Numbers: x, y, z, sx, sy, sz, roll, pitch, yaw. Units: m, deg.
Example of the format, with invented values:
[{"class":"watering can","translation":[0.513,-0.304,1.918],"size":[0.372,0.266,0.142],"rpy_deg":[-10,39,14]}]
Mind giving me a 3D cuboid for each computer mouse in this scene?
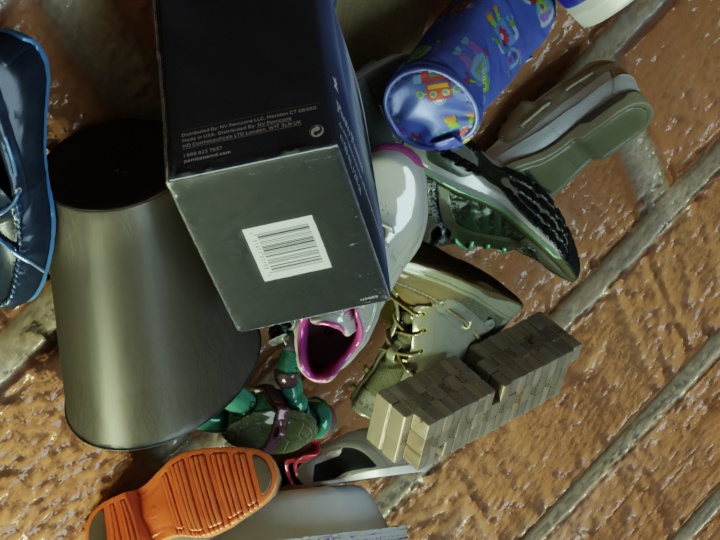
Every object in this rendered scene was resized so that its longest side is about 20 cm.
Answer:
[{"class":"computer mouse","translation":[-0.016,0.163,1.742],"size":[0.109,0.200,0.044],"rpy_deg":[0,81,-40]}]

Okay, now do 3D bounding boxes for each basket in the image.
[{"class":"basket","translation":[-0.163,0.002,1.476],"size":[0.180,0.136,0.201],"rpy_deg":[-48,143,-38]}]

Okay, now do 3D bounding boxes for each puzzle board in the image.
[{"class":"puzzle board","translation":[-0.017,-0.159,1.592],"size":[0.150,0.017,0.201],"rpy_deg":[-10,125,-40]}]

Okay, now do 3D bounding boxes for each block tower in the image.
[{"class":"block tower","translation":[0.097,0.101,1.680],"size":[0.200,0.054,0.058],"rpy_deg":[-25,142,-37]}]

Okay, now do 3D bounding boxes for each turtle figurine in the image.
[{"class":"turtle figurine","translation":[-0.085,0.105,1.649],"size":[0.199,0.101,0.150],"rpy_deg":[9,129,-39]}]

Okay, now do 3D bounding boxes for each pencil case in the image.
[{"class":"pencil case","translation":[0.089,-0.168,1.579],"size":[0.087,0.078,0.200],"rpy_deg":[58,38,-19]}]

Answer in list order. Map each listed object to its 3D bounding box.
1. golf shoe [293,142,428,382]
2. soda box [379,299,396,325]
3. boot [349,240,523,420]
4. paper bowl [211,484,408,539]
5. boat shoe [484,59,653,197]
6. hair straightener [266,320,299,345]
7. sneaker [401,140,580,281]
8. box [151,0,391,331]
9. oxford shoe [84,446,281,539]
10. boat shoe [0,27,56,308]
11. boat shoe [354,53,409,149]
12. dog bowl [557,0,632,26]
[{"class":"golf shoe","translation":[0.000,0.000,1.540],"size":[0.092,0.075,0.201],"rpy_deg":[-70,179,-66]},{"class":"soda box","translation":[0.051,0.019,1.767],"size":[0.068,0.064,0.200],"rpy_deg":[-55,142,5]},{"class":"boot","translation":[0.037,0.056,1.676],"size":[0.155,0.072,0.200],"rpy_deg":[-55,143,9]},{"class":"paper bowl","translation":[-0.057,0.245,1.751],"size":[0.200,0.200,0.105],"rpy_deg":[2,80,-47]},{"class":"boat shoe","translation":[0.158,-0.112,1.770],"size":[0.200,0.069,0.075],"rpy_deg":[-30,147,5]},{"class":"hair straightener","translation":[-0.057,0.018,1.548],"size":[0.041,0.200,0.077],"rpy_deg":[-13,89,-18]},{"class":"sneaker","translation":[0.100,-0.046,1.713],"size":[0.089,0.200,0.077],"rpy_deg":[-48,-169,29]},{"class":"box","translation":[-0.061,-0.100,1.399],"size":[0.123,0.199,0.200],"rpy_deg":[-12,148,5]},{"class":"oxford shoe","translation":[-0.135,0.191,1.654],"size":[0.200,0.072,0.073],"rpy_deg":[-22,163,32]},{"class":"boat shoe","translation":[-0.258,-0.066,1.371],"size":[0.069,0.084,0.201],"rpy_deg":[-29,125,-50]},{"class":"boat shoe","translation":[-0.032,-0.104,1.566],"size":[0.202,0.065,0.075],"rpy_deg":[-43,130,-19]},{"class":"dog bowl","translation":[0.220,-0.291,1.585],"size":[0.079,0.200,0.200],"rpy_deg":[44,83,-10]}]
